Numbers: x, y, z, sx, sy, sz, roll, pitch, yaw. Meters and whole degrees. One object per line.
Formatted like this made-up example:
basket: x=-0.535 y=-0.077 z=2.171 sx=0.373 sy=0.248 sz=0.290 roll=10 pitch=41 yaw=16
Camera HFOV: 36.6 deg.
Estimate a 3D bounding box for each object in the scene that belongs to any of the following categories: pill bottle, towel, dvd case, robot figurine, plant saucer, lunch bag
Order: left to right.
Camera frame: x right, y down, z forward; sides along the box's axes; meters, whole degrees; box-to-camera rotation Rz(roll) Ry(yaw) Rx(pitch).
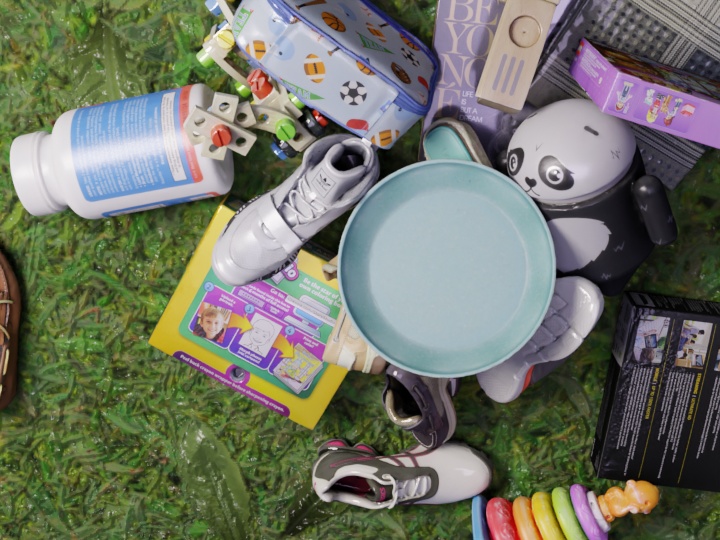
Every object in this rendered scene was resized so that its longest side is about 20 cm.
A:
pill bottle: x=-0.234 y=-0.112 z=1.073 sx=0.200 sy=0.112 sz=0.112 roll=-10 pitch=107 yaw=6
lunch bag: x=-0.021 y=-0.212 z=1.004 sx=0.200 sy=0.160 sz=0.076 roll=37 pitch=123 yaw=-14
plant saucer: x=0.079 y=-0.002 z=1.006 sx=0.200 sy=0.036 sz=0.200 roll=-1 pitch=86 yaw=9
dvd case: x=0.142 y=-0.197 z=1.071 sx=0.149 sy=0.016 sz=0.200 roll=7 pitch=108 yaw=2
robot figurine: x=0.212 y=-0.066 z=1.035 sx=0.150 sy=0.125 sz=0.200 roll=-16 pitch=130 yaw=14
towel: x=0.281 y=-0.201 z=1.048 sx=0.200 sy=0.035 sz=0.193 roll=29 pitch=110 yaw=-15

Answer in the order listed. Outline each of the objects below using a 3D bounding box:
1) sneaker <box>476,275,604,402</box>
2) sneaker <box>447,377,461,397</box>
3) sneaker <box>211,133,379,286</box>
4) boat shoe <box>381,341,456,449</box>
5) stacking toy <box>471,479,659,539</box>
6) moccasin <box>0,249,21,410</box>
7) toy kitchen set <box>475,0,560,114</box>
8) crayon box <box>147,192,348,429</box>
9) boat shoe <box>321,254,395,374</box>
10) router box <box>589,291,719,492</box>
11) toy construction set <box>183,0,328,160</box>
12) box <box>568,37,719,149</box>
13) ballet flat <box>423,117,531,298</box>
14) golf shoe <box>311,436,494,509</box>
sneaker: x=0.188 y=0.059 z=1.091 sx=0.077 sy=0.082 sz=0.200 roll=59 pitch=144 yaw=16
sneaker: x=0.115 y=0.038 z=1.122 sx=0.115 sy=0.076 sz=0.200 roll=-20 pitch=125 yaw=-16
sneaker: x=-0.059 y=-0.064 z=1.040 sx=0.200 sy=0.115 sz=0.075 roll=-39 pitch=87 yaw=-14
boat shoe: x=0.054 y=0.131 z=1.109 sx=0.065 sy=0.200 sz=0.072 roll=-39 pitch=62 yaw=-20
stacking toy: x=0.224 y=0.269 z=1.163 sx=0.200 sy=0.110 sz=0.116 roll=-27 pitch=107 yaw=15
moccasin: x=-0.407 y=0.063 z=1.158 sx=0.074 sy=0.078 sz=0.201 roll=10 pitch=108 yaw=1
toy kitchen set: x=0.078 y=-0.257 z=0.959 sx=0.200 sy=0.163 sz=0.181 roll=18 pitch=96 yaw=1
crayon box: x=-0.094 y=0.044 z=1.142 sx=0.200 sy=0.058 sz=0.173 roll=29 pitch=104 yaw=-6
boat shoe: x=0.000 y=0.000 z=1.069 sx=0.076 sy=0.072 sz=0.200 roll=9 pitch=64 yaw=-3
router box: x=0.335 y=0.130 z=1.145 sx=0.149 sy=0.051 sz=0.200 roll=8 pitch=108 yaw=-1
toy construction set: x=-0.100 y=-0.173 z=1.015 sx=0.092 sy=0.200 sz=0.131 roll=-29 pitch=127 yaw=25
box: x=0.298 y=-0.150 z=0.978 sx=0.200 sy=0.137 sz=0.039 roll=15 pitch=113 yaw=-10
ballet flat: x=0.126 y=-0.059 z=1.054 sx=0.067 sy=0.062 sz=0.200 roll=-24 pitch=87 yaw=30
golf shoe: x=0.046 y=0.231 z=1.179 sx=0.200 sy=0.088 sz=0.077 roll=0 pitch=106 yaw=2
